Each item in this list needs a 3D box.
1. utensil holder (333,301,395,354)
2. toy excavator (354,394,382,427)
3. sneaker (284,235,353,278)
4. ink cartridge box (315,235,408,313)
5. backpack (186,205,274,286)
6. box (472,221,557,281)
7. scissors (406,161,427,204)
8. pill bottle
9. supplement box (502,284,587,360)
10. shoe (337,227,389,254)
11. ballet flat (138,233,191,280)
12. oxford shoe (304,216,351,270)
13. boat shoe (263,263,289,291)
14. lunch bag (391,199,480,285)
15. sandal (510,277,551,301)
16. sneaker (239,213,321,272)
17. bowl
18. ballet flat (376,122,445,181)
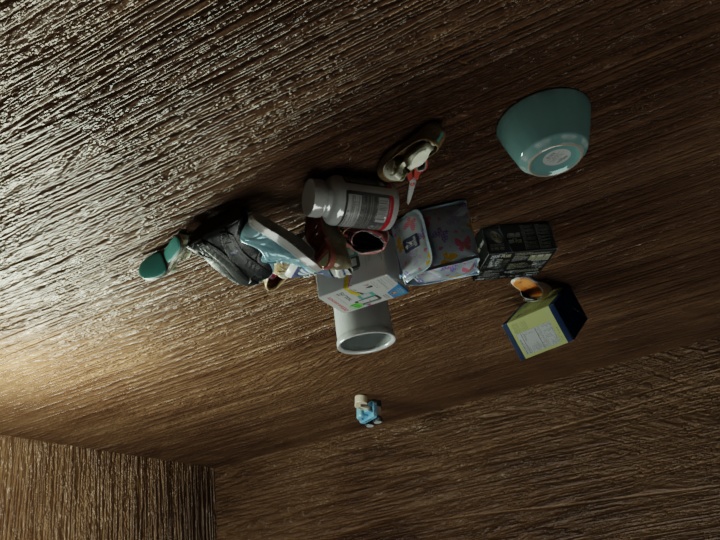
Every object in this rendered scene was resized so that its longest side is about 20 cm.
[{"bbox_3d":[0.004,0.117,1.960,0.167,0.202,0.170,-7,154,-3],"label":"utensil holder"},{"bbox_3d":[0.019,0.651,3.202,0.198,0.101,0.194,19,142,-30],"label":"toy excavator"},{"bbox_3d":[-0.094,-0.008,1.653,0.145,0.081,0.200,26,152,-9],"label":"sneaker"},{"bbox_3d":[0.000,0.000,1.780,0.198,0.148,0.147,-19,152,21],"label":"ink cartridge box"},{"bbox_3d":[-0.282,-0.051,1.604,0.162,0.155,0.201,-26,122,18],"label":"backpack"},{"bbox_3d":[0.413,-0.051,1.882,0.197,0.087,0.164,-5,154,-9],"label":"box"},{"bbox_3d":[0.125,-0.205,1.553,0.072,0.014,0.200,-14,152,6],"label":"scissors"},{"bbox_3d":[-0.023,-0.151,1.505,0.198,0.112,0.111,4,152,-25],"label":"pill bottle"},{"bbox_3d":[0.610,0.171,2.253,0.199,0.135,0.199,-29,180,36],"label":"supplement box"},{"bbox_3d":[-0.030,-0.090,1.590,0.197,0.072,0.091,13,-164,1],"label":"shoe"},{"bbox_3d":[-0.463,-0.029,1.675,0.199,0.069,0.075,-32,162,35],"label":"ballet flat"},{"bbox_3d":[-0.074,-0.074,1.543,0.074,0.202,0.071,12,134,-34],"label":"oxford shoe"},{"bbox_3d":[-0.201,-0.009,1.785,0.073,0.070,0.200,6,149,-27],"label":"boat shoe"},{"bbox_3d":[0.183,-0.063,1.684,0.197,0.172,0.127,-11,156,6],"label":"lunch bag"},{"bbox_3d":[0.551,0.071,2.208,0.079,0.060,0.205,-28,149,34],"label":"sandal"},{"bbox_3d":[-0.178,-0.044,1.520,0.199,0.074,0.082,35,111,-13],"label":"sneaker"},{"bbox_3d":[0.388,-0.268,1.408,0.198,0.106,0.201,-7,155,-3],"label":"bowl"},{"bbox_3d":[0.099,-0.229,1.421,0.068,0.073,0.199,37,134,-25],"label":"ballet flat"}]
